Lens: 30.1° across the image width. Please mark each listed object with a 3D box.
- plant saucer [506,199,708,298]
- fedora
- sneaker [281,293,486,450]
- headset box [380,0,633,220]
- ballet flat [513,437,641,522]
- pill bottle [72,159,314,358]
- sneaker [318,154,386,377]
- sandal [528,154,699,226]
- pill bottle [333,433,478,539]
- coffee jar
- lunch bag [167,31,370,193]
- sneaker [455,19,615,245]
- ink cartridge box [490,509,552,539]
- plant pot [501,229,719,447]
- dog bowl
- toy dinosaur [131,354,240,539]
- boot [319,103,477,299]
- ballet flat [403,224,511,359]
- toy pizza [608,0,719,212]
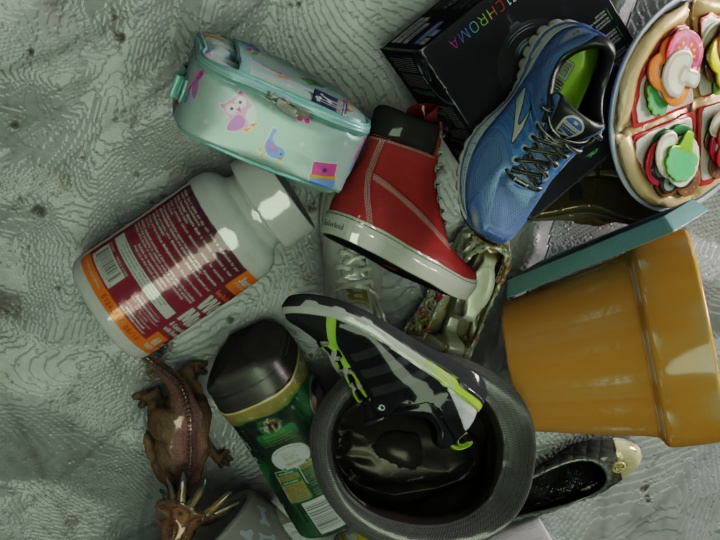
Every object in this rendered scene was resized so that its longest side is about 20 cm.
[{"bbox_3d":[0.220,-0.020,1.225,0.070,0.200,0.019,-27,92,-45],"label":"plant saucer"},{"bbox_3d":[0.052,0.164,1.214,0.200,0.090,0.177,2,82,-5],"label":"fedora"},{"bbox_3d":[0.014,0.090,1.138,0.200,0.072,0.083,28,81,-1],"label":"sneaker"},{"bbox_3d":[0.150,-0.167,1.187,0.174,0.093,0.200,-39,112,-9],"label":"headset box"},{"bbox_3d":[0.197,0.226,1.369,0.200,0.057,0.067,-21,112,-2],"label":"ballet flat"},{"bbox_3d":[-0.147,-0.018,1.195,0.200,0.110,0.110,-34,111,3],"label":"pill bottle"},{"bbox_3d":[0.000,0.000,1.225,0.074,0.116,0.200,-1,108,-8],"label":"sneaker"},{"bbox_3d":[0.217,-0.071,1.266,0.200,0.054,0.080,-2,67,6],"label":"sandal"},{"bbox_3d":[0.062,0.229,1.318,0.109,0.109,0.200,28,102,-18],"label":"pill bottle"},{"bbox_3d":[-0.067,0.149,1.270,0.085,0.104,0.200,-24,112,14],"label":"coffee jar"},{"bbox_3d":[-0.081,-0.137,1.117,0.160,0.200,0.077,25,101,-15],"label":"lunch bag"},{"bbox_3d":[0.146,-0.114,1.098,0.078,0.089,0.200,24,93,-22],"label":"sneaker"},{"bbox_3d":[0.156,0.321,1.317,0.109,0.200,0.050,-22,111,-2],"label":"ink cartridge box"},{"bbox_3d":[0.234,0.075,1.264,0.183,0.200,0.200,-10,111,11],"label":"plant pot"},{"bbox_3d":[-0.150,0.286,1.261,0.200,0.200,0.059,-39,95,5],"label":"dog bowl"},{"bbox_3d":[-0.164,0.163,1.241,0.086,0.136,0.200,-10,110,-6],"label":"toy dinosaur"},{"bbox_3d":[0.061,-0.063,1.174,0.200,0.072,0.144,30,81,-49],"label":"boot"},{"bbox_3d":[0.090,0.046,1.284,0.076,0.064,0.200,14,107,-16],"label":"ballet flat"},{"bbox_3d":[0.299,-0.147,1.185,0.200,0.032,0.201,-14,114,-33],"label":"toy pizza"}]
